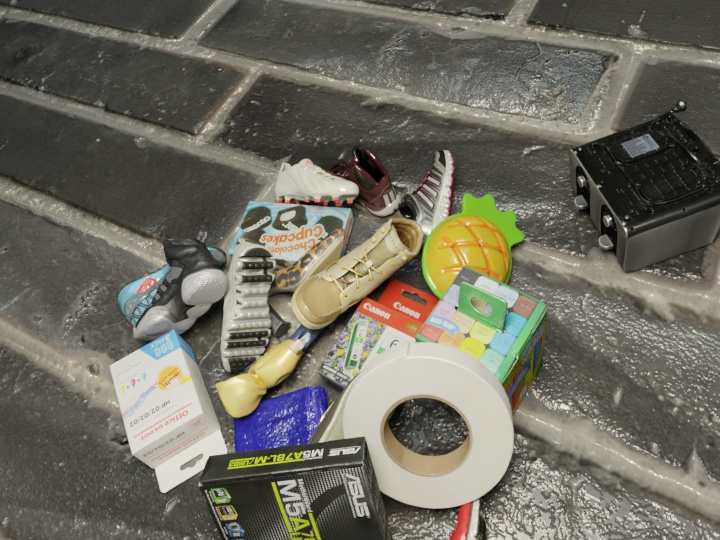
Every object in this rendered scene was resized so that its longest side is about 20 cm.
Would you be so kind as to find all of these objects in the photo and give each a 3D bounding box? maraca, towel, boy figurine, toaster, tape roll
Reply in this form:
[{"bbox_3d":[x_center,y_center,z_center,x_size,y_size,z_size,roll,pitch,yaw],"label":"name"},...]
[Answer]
[{"bbox_3d":[0.169,-0.031,0.929,0.136,0.107,0.201,37,63,0],"label":"maraca"},{"bbox_3d":[-0.101,0.261,0.839,0.144,0.050,0.203,-16,54,3],"label":"towel"},{"bbox_3d":[-0.126,0.129,0.903,0.199,0.124,0.065,-42,98,-28],"label":"boy figurine"},{"bbox_3d":[0.426,-0.121,0.914,0.196,0.119,0.183,-20,54,1],"label":"toaster"},{"bbox_3d":[0.077,0.181,0.718,0.198,0.207,0.037,-3,20,13],"label":"tape roll"}]

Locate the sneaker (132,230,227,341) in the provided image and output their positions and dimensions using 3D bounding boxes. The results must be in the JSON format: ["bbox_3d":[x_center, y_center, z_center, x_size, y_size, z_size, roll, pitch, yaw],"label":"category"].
[{"bbox_3d":[-0.287,0.023,0.965,0.199,0.075,0.116,-35,60,26],"label":"sneaker"}]

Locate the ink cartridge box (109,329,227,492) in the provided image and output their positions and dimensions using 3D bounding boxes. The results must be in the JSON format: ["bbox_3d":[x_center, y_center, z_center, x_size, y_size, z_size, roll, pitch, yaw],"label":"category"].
[{"bbox_3d":[-0.284,0.203,0.917,0.114,0.068,0.201,-29,54,-6],"label":"ink cartridge box"}]

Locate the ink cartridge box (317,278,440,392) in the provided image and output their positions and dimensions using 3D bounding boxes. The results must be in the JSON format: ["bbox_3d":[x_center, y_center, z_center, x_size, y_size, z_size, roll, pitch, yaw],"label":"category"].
[{"bbox_3d":[0.036,0.096,0.913,0.107,0.051,0.202,22,66,26],"label":"ink cartridge box"}]

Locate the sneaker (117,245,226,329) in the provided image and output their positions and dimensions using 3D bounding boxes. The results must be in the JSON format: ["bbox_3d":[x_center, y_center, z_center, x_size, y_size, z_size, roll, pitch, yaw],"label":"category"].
[{"bbox_3d":[-0.303,0.038,1.046,0.198,0.079,0.097,-31,68,0],"label":"sneaker"}]

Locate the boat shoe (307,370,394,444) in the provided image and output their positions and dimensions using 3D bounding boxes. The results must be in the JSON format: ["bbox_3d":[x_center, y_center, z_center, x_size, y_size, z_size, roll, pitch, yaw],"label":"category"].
[{"bbox_3d":[-0.017,0.195,0.798,0.202,0.072,0.060,-53,15,-25],"label":"boat shoe"}]

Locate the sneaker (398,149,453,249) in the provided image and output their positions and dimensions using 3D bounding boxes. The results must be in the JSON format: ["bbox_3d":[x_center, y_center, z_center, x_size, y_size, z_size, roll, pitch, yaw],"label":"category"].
[{"bbox_3d":[0.108,-0.118,1.027,0.085,0.074,0.204,5,62,11],"label":"sneaker"}]

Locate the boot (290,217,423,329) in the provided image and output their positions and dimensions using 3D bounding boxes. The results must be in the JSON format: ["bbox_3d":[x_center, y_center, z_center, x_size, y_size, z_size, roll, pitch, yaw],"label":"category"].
[{"bbox_3d":[0.000,0.000,0.887,0.074,0.155,0.199,55,37,5],"label":"boot"}]

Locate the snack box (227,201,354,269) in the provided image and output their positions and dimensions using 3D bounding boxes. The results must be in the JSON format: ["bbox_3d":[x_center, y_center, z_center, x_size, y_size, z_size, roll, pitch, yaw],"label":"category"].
[{"bbox_3d":[-0.118,-0.058,1.071,0.195,0.037,0.118,5,59,18],"label":"snack box"}]

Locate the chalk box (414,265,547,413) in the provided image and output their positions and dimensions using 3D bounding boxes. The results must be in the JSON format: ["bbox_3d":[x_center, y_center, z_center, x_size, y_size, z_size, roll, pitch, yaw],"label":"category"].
[{"bbox_3d":[0.154,0.092,0.791,0.123,0.201,0.125,26,65,29],"label":"chalk box"}]

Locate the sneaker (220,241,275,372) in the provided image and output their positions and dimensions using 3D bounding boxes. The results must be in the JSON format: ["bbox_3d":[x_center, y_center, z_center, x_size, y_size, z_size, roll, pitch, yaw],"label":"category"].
[{"bbox_3d":[-0.178,0.055,0.952,0.081,0.074,0.205,26,107,55],"label":"sneaker"}]

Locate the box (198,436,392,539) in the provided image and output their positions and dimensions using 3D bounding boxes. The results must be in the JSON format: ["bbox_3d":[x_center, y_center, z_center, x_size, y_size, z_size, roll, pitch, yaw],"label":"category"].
[{"bbox_3d":[-0.065,0.292,0.719,0.188,0.204,0.048,-7,27,11],"label":"box"}]

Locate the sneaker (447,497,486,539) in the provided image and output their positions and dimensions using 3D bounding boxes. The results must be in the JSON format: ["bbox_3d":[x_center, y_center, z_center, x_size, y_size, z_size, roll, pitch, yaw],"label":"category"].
[{"bbox_3d":[0.090,0.347,0.714,0.083,0.078,0.202,11,59,28],"label":"sneaker"}]

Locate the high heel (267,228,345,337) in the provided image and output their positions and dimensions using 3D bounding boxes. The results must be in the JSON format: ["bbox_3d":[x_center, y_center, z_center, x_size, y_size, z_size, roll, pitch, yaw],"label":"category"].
[{"bbox_3d":[-0.119,-0.015,0.996,0.142,0.071,0.201,41,95,30],"label":"high heel"}]

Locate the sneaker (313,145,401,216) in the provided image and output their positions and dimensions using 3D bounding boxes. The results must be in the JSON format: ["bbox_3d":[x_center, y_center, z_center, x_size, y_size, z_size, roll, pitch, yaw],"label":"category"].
[{"bbox_3d":[-0.016,-0.180,1.078,0.198,0.116,0.076,27,66,29],"label":"sneaker"}]

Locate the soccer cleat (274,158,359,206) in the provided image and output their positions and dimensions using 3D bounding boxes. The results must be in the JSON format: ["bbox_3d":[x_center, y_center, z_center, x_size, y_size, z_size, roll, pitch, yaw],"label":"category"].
[{"bbox_3d":[-0.081,-0.153,1.069,0.197,0.068,0.080,7,91,43],"label":"soccer cleat"}]
